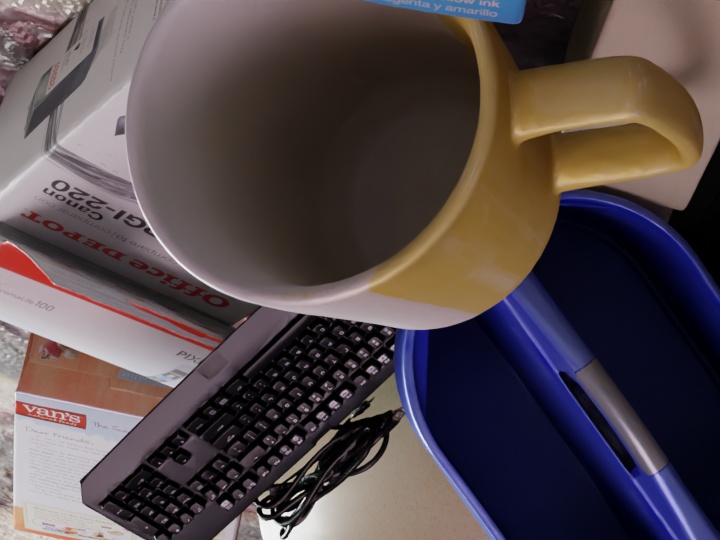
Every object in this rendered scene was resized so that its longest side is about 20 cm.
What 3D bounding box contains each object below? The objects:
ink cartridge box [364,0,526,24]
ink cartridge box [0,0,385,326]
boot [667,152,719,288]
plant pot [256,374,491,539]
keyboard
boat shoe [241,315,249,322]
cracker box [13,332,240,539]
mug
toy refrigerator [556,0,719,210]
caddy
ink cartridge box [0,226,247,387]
[{"bbox_3d":[0.007,-0.204,0.938,0.144,0.148,0.200,11,152,2],"label":"ink cartridge box"},{"bbox_3d":[-0.065,-0.064,1.288,0.145,0.085,0.200,25,151,-22],"label":"ink cartridge box"},{"bbox_3d":[0.235,0.016,1.256,0.153,0.074,0.203,27,180,-27],"label":"boot"},{"bbox_3d":[0.070,0.085,1.389,0.187,0.188,0.200,20,151,-14],"label":"plant pot"},{"bbox_3d":[-0.030,0.070,1.304,0.104,0.040,0.200,30,120,-32],"label":"keyboard"},{"bbox_3d":[0.000,0.000,1.384,0.063,0.071,0.200,38,151,-14],"label":"boat shoe"},{"bbox_3d":[-0.127,0.100,1.636,0.133,0.058,0.200,12,153,-1],"label":"cracker box"},{"bbox_3d":[0.022,-0.036,1.110,0.186,0.150,0.153,28,179,26],"label":"mug"},{"bbox_3d":[0.130,-0.108,1.140,0.070,0.076,0.200,13,151,-1],"label":"toy refrigerator"},{"bbox_3d":[0.101,0.061,1.223,0.200,0.141,0.105,54,172,-4],"label":"caddy"},{"bbox_3d":[-0.124,0.025,1.374,0.160,0.047,0.200,24,-177,-30],"label":"ink cartridge box"}]
